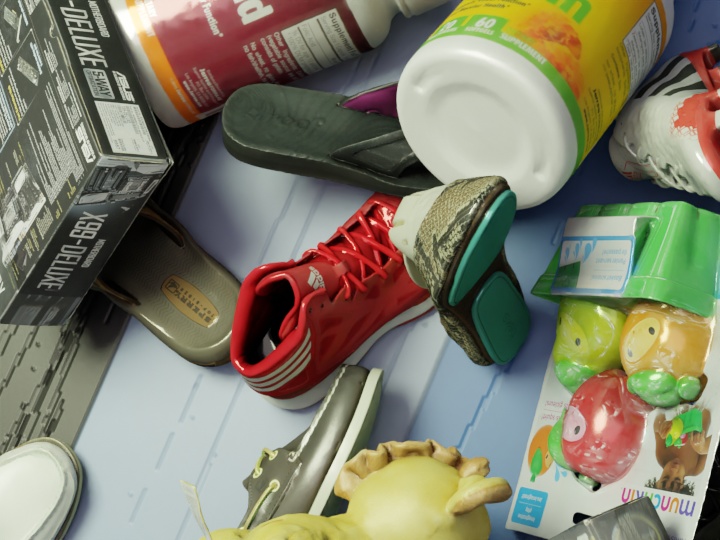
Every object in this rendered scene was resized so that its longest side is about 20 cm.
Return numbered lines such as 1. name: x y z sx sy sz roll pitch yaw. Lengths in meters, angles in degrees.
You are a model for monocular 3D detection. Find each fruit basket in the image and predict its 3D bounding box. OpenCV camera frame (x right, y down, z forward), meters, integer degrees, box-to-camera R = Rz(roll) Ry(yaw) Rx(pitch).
1. fruit basket: 0.148 0.059 1.045 0.093 0.185 0.201 25 81 -24

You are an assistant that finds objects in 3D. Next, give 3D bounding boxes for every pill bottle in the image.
1. pill bottle: -0.050 -0.176 1.150 0.199 0.114 0.115 -22 77 7
2. pill bottle: 0.115 -0.136 1.074 0.111 0.111 0.200 28 51 15

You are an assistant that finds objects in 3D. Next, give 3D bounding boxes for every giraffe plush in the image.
1. giraffe plush: 0.002 0.166 1.012 0.162 0.201 0.172 -25 34 -20

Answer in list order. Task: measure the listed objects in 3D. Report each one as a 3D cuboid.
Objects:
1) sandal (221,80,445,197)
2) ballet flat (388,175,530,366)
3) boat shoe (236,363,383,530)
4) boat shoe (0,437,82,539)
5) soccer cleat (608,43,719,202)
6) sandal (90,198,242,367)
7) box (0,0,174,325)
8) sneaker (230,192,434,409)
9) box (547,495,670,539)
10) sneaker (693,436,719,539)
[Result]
1. sandal: 0.016 -0.084 1.106 0.199 0.048 0.076 5 49 -2
2. ballet flat: 0.053 -0.006 1.059 0.075 0.200 0.068 32 74 21
3. boat shoe: -0.046 0.144 1.116 0.060 0.072 0.202 23 88 10
4. boat shoe: -0.258 0.182 1.155 0.200 0.068 0.075 -44 75 2
5. soccer cleat: 0.183 -0.073 1.054 0.085 0.200 0.069 -31 107 17
6. sandal: -0.153 -0.009 1.171 0.200 0.055 0.082 38 89 21
7. box: -0.198 -0.091 1.127 0.158 0.050 0.201 -52 50 38
8. sneaker: 0.000 0.000 1.108 0.078 0.116 0.200 38 89 15
9. box: 0.128 0.229 1.009 0.049 0.200 0.162 -15 75 -29
10. sneaker: 0.198 0.119 1.060 0.076 0.091 0.200 40 91 10
